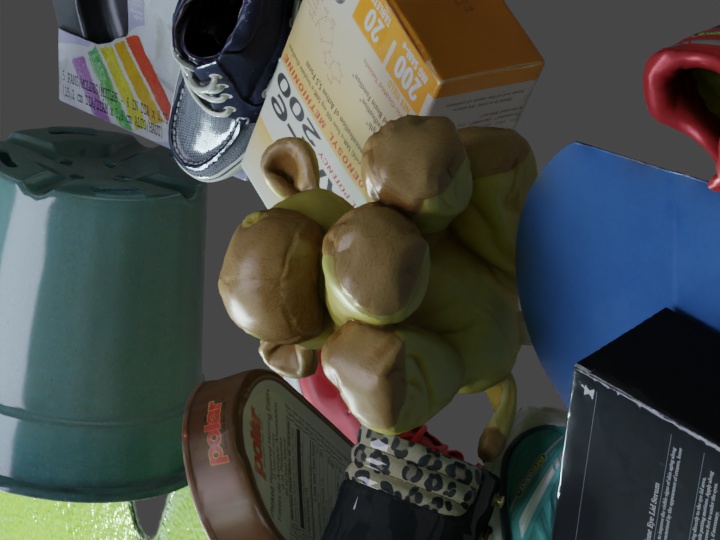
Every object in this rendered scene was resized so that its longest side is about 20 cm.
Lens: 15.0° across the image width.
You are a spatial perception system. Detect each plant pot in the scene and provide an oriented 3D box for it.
[{"bbox_3d":[-0.182,0.021,1.780,0.200,0.199,0.197,32,119,50],"label":"plant pot"}]

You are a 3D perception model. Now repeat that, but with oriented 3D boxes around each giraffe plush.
[{"bbox_3d":[0.000,0.000,1.417,0.161,0.200,0.173,12,78,33],"label":"giraffe plush"}]

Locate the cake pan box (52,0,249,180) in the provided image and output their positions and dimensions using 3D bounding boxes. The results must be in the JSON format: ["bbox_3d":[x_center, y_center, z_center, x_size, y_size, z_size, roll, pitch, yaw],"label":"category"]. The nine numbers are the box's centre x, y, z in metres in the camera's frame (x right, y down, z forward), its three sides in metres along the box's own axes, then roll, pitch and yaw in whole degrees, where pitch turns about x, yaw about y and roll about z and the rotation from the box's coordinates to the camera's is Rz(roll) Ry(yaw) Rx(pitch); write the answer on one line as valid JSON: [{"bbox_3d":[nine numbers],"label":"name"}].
[{"bbox_3d":[-0.116,-0.171,1.688,0.200,0.052,0.185,26,122,41],"label":"cake pan box"}]

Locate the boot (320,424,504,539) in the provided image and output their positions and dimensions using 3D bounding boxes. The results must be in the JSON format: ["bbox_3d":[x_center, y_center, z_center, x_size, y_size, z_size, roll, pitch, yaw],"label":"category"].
[{"bbox_3d":[0.053,0.181,1.414,0.154,0.203,0.073,-68,20,-6],"label":"boot"}]

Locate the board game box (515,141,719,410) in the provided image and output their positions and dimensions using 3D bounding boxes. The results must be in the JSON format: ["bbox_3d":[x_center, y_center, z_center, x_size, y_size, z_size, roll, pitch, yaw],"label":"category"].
[{"bbox_3d":[0.164,0.016,1.332,0.199,0.039,0.159,19,126,38],"label":"board game box"}]

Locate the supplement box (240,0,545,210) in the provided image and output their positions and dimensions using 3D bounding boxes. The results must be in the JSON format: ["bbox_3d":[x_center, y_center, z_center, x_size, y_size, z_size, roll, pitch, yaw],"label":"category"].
[{"bbox_3d":[0.013,-0.085,1.511,0.126,0.073,0.200,58,145,29],"label":"supplement box"}]

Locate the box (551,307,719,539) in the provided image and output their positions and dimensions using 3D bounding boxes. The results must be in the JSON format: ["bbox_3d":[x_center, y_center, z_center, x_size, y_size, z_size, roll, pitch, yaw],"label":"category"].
[{"bbox_3d":[0.166,0.141,1.310,0.141,0.079,0.201,28,131,31],"label":"box"}]

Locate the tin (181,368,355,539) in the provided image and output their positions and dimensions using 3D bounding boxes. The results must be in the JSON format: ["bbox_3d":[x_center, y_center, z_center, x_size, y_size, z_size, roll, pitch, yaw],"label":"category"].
[{"bbox_3d":[-0.031,0.128,1.468,0.042,0.200,0.112,-22,52,19],"label":"tin"}]

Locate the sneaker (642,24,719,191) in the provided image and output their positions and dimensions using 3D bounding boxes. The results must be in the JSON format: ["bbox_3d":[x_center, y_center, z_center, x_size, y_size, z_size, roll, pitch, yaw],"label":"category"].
[{"bbox_3d":[0.198,-0.045,1.213,0.200,0.085,0.077,41,135,44],"label":"sneaker"}]

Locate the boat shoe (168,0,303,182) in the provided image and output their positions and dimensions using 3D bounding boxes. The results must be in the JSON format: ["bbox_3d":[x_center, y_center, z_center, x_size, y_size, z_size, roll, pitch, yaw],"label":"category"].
[{"bbox_3d":[-0.083,-0.121,1.564,0.075,0.093,0.200,43,129,18],"label":"boat shoe"}]

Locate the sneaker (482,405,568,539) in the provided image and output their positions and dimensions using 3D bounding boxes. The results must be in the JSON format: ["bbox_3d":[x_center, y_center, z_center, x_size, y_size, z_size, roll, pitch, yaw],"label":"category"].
[{"bbox_3d":[0.108,0.173,1.465,0.079,0.077,0.201,13,115,43],"label":"sneaker"}]

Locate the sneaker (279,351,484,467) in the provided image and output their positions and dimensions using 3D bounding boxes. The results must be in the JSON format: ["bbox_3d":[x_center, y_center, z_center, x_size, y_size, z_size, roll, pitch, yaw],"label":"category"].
[{"bbox_3d":[0.035,0.100,1.569,0.115,0.078,0.201,-26,92,50],"label":"sneaker"}]
